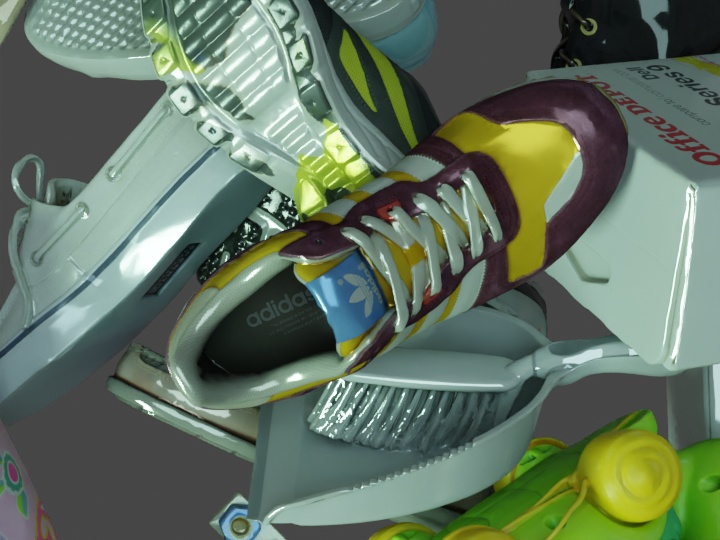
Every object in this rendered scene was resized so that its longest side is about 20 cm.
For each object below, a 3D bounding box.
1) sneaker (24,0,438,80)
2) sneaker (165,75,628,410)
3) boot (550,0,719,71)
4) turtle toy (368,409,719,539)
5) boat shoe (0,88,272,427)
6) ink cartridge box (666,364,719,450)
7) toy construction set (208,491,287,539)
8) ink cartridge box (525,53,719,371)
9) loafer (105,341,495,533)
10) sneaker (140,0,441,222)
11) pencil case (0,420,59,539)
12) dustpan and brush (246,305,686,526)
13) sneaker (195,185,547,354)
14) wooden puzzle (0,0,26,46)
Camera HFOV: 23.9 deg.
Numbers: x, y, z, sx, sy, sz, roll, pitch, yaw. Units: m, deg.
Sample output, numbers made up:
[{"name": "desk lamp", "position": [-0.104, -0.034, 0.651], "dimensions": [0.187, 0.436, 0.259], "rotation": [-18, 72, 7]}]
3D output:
[{"name": "sneaker", "position": [-0.059, -0.108, 0.805], "dimensions": [0.199, 0.082, 0.074], "rotation": [1, 61, 17]}, {"name": "sneaker", "position": [0.016, -0.004, 0.651], "dimensions": [0.199, 0.090, 0.075], "rotation": [-33, 97, 11]}, {"name": "boot", "position": [0.105, -0.112, 0.817], "dimensions": [0.199, 0.073, 0.152], "rotation": [-15, 93, -9]}, {"name": "turtle toy", "position": [0.098, 0.124, 0.726], "dimensions": [0.199, 0.146, 0.101], "rotation": [-30, 91, -16]}, {"name": "boat shoe", "position": [-0.129, -0.016, 0.786], "dimensions": [0.202, 0.075, 0.086], "rotation": [-45, 75, 20]}, {"name": "ink cartridge box", "position": [0.228, 0.089, 0.825], "dimensions": [0.145, 0.086, 0.202], "rotation": [-2, 92, -5]}, {"name": "toy construction set", "position": [0.004, 0.199, 0.808], "dimensions": [0.199, 0.092, 0.132], "rotation": [20, 88, 6]}, {"name": "ink cartridge box", "position": [0.184, -0.034, 0.732], "dimensions": [0.199, 0.145, 0.088], "rotation": [-8, 116, -19]}, {"name": "loafer", "position": [-0.021, 0.069, 0.811], "dimensions": [0.199, 0.072, 0.063], "rotation": [24, 87, -14]}, {"name": "sneaker", "position": [-0.020, -0.074, 0.732], "dimensions": [0.074, 0.085, 0.200], "rotation": [-28, 106, 27]}, {"name": "pencil case", "position": [-0.187, 0.105, 0.761], "dimensions": [0.087, 0.087, 0.201], "rotation": [-23, 112, -5]}, {"name": "dustpan and brush", "position": [0.055, 0.048, 0.714], "dimensions": [0.198, 0.140, 0.058], "rotation": [1, 120, 1]}, {"name": "sneaker", "position": [0.000, 0.000, 0.819], "dimensions": [0.199, 0.080, 0.074], "rotation": [30, 117, 9]}, {"name": "wooden puzzle", "position": [-0.205, -0.230, 0.804], "dimensions": [0.185, 0.046, 0.201], "rotation": [30, 92, -5]}]
